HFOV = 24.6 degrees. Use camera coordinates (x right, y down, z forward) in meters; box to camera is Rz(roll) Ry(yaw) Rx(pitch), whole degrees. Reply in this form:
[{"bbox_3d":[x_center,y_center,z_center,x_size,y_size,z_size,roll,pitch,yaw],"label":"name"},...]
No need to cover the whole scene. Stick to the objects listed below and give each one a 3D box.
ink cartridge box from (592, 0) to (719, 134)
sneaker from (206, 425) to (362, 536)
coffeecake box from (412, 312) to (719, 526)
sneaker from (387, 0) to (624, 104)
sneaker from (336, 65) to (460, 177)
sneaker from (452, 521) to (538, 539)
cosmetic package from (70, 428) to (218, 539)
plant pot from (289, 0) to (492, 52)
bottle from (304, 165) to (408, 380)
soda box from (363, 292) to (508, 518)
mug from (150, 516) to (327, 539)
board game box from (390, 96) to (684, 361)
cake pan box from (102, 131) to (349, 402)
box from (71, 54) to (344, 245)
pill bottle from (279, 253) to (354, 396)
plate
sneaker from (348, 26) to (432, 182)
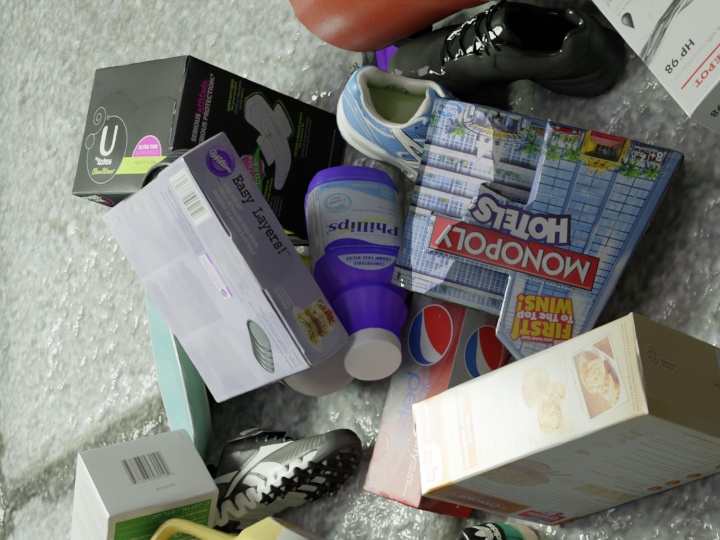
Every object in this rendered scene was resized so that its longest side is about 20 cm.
[{"bbox_3d":[0.267,-0.181,1.215,0.116,0.066,0.201,-50,47,22],"label":"ink cartridge box"},{"bbox_3d":[-0.079,0.170,1.461,0.199,0.066,0.091,-36,56,36],"label":"sneaker"},{"bbox_3d":[0.161,0.112,1.164,0.199,0.153,0.074,-26,58,38],"label":"coffeecake box"},{"bbox_3d":[0.108,-0.182,1.333,0.198,0.091,0.077,-7,70,25],"label":"sneaker"},{"bbox_3d":[0.069,-0.101,1.331,0.198,0.077,0.076,24,70,8],"label":"sneaker"},{"bbox_3d":[0.052,0.267,1.278,0.201,0.079,0.072,-54,45,19],"label":"sneaker"},{"bbox_3d":[-0.198,0.247,1.473,0.085,0.107,0.202,53,145,41],"label":"cosmetic package"},{"bbox_3d":[0.033,-0.278,1.326,0.195,0.199,0.203,-25,58,58],"label":"plant pot"},{"bbox_3d":[0.000,0.000,1.360,0.201,0.082,0.066,-97,11,-45],"label":"bottle"},{"bbox_3d":[0.069,0.092,1.334,0.070,0.063,0.202,10,85,48],"label":"soda box"},{"bbox_3d":[-0.086,0.283,1.358,0.154,0.185,0.149,-64,20,-4],"label":"mug"},{"bbox_3d":[0.124,-0.013,1.252,0.198,0.062,0.202,14,92,12],"label":"board game box"},{"bbox_3d":[-0.115,0.001,1.333,0.201,0.052,0.184,57,147,-3],"label":"cake pan box"},{"bbox_3d":[-0.137,-0.104,1.516,0.148,0.199,0.126,0,77,46],"label":"box"},{"bbox_3d":[-0.083,0.032,1.480,0.199,0.109,0.110,24,94,47],"label":"pill bottle"},{"bbox_3d":[-0.167,0.102,1.540,0.200,0.025,0.203,168,90,-77],"label":"plate"},{"bbox_3d":[0.062,-0.149,1.420,0.099,0.069,0.201,-42,52,21],"label":"sneaker"}]
